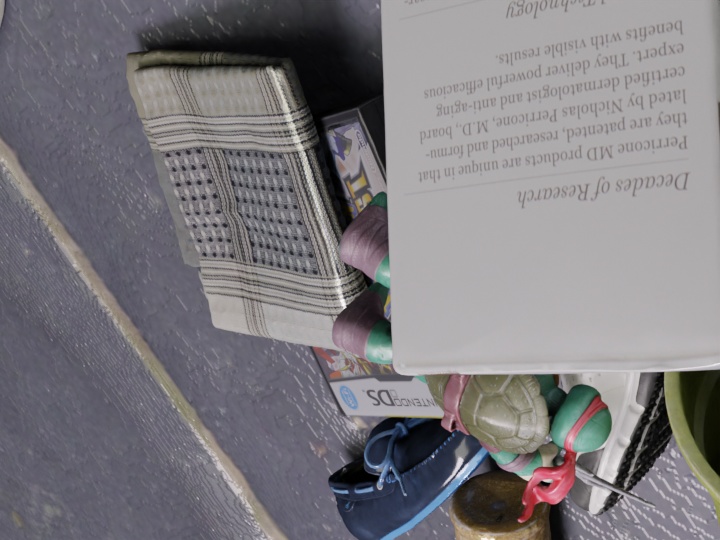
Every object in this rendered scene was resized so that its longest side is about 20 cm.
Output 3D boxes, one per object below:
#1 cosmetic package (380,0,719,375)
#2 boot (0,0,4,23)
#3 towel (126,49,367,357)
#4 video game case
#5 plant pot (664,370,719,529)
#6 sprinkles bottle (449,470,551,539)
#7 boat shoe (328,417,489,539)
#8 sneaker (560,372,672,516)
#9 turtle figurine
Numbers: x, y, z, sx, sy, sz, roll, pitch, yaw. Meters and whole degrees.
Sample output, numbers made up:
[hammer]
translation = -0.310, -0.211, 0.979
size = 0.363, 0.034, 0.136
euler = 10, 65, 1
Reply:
[cosmetic package]
translation = 0.120, -0.059, 0.654
size = 0.164, 0.164, 0.202
euler = -6, 85, 42
[boot]
translation = -0.307, -0.194, 1.025
size = 0.072, 0.144, 0.201
euler = 28, 137, 17
[towel]
translation = -0.076, -0.044, 0.978
size = 0.199, 0.034, 0.194
euler = 12, 126, 54
[video game case]
translation = 0.000, 0.000, 0.958
size = 0.180, 0.025, 0.201
euler = -7, 111, 59
[plant pot]
translation = 0.254, 0.114, 0.771
size = 0.199, 0.201, 0.185
euler = 19, 143, 28
[sprinkles bottle]
translation = 0.104, 0.233, 1.063
size = 0.068, 0.068, 0.201
euler = 13, 128, 33
[boat shoe]
translation = 0.027, 0.133, 1.042
size = 0.069, 0.084, 0.200
euler = 48, 137, 4
[sneaker]
translation = 0.145, 0.052, 0.894
size = 0.080, 0.074, 0.201
euler = 26, 126, 28
[turtle figurine]
translation = 0.076, 0.045, 0.819
size = 0.199, 0.100, 0.151
euler = 30, 117, 25
